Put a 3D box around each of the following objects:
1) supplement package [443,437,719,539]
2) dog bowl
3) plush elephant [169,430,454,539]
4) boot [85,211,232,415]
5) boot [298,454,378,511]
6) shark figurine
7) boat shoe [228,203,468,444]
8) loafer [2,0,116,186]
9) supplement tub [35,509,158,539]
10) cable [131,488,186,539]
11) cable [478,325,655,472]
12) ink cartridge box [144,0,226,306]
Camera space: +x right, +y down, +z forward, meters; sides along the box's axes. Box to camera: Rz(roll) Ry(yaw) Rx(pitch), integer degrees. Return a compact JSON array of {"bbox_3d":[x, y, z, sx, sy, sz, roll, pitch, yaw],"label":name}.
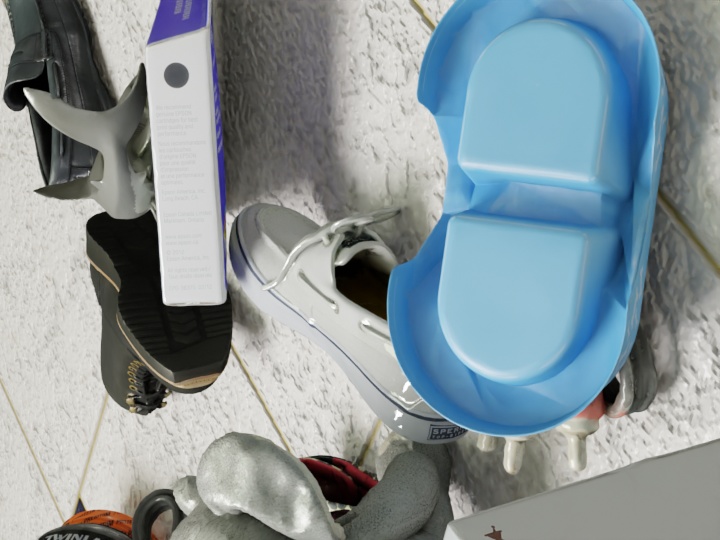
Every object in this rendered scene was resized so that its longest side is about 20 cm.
[{"bbox_3d":[0.125,0.194,0.665,0.147,0.190,0.202,47,137,40],"label":"supplement package"},{"bbox_3d":[0.077,-0.029,0.752,0.110,0.049,0.203,8,90,26],"label":"dog bowl"},{"bbox_3d":[-0.037,0.152,0.858,0.166,0.154,0.200,-59,17,8],"label":"plush elephant"},{"bbox_3d":[-0.136,0.062,1.184,0.200,0.077,0.140,-123,31,-55],"label":"boot"},{"bbox_3d":[-0.045,0.180,1.061,0.203,0.073,0.156,24,116,50],"label":"boot"},{"bbox_3d":[-0.168,-0.063,1.098,0.214,0.088,0.130,-96,3,-85],"label":"shark figurine"},{"bbox_3d":[-0.003,0.001,0.933,0.202,0.074,0.087,46,136,40],"label":"boat shoe"},{"bbox_3d":[-0.230,-0.143,1.268,0.068,0.070,0.202,-50,56,51],"label":"loafer"},{"bbox_3d":[-0.209,0.264,1.222,0.200,0.121,0.124,-67,-15,-63],"label":"supplement tub"},{"bbox_3d":[-0.120,0.241,1.196,0.050,0.097,0.200,51,179,-41],"label":"cable"},{"bbox_3d":[0.086,-0.007,0.793,0.097,0.050,0.203,5,102,51],"label":"cable"},{"bbox_3d":[-0.102,-0.104,1.021,0.198,0.043,0.203,-107,16,-73],"label":"ink cartridge box"}]
